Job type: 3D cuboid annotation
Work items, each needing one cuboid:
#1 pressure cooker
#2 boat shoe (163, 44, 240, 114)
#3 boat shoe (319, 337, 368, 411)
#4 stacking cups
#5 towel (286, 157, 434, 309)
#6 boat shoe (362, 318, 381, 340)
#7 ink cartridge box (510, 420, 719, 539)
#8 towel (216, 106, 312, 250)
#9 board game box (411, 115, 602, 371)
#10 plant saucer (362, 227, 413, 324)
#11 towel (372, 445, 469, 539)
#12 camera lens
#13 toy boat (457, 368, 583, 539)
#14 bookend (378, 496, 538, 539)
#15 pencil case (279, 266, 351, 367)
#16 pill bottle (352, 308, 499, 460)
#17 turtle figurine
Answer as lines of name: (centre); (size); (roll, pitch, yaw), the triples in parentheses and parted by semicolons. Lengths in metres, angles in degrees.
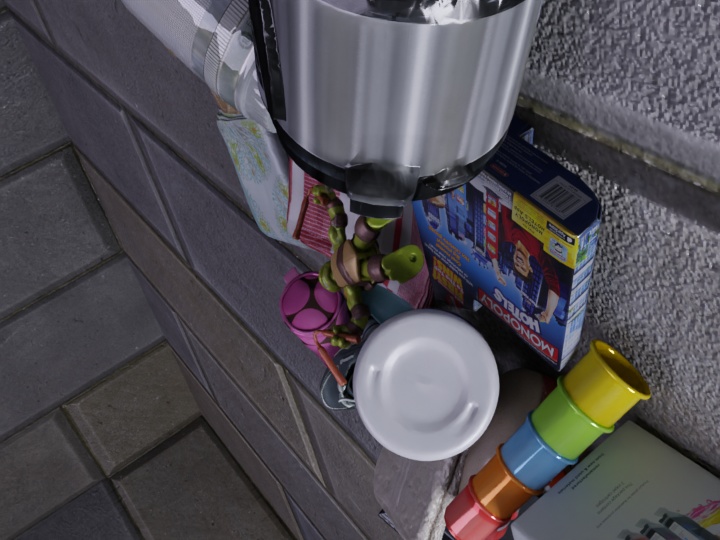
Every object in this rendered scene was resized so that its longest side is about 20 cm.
pressure cooker: (0.022, -0.142, 0.529); (0.179, 0.175, 0.201); (43, 152, 25)
boat shoe: (-0.183, -0.255, 0.886); (0.071, 0.064, 0.202); (6, 123, 63)
boat shoe: (-0.005, 0.123, 0.964); (0.073, 0.062, 0.200); (55, 140, 4)
stacking cups: (0.138, 0.144, 0.664); (0.060, 0.200, 0.061); (35, -159, -16)
towel: (0.000, -0.059, 0.826); (0.199, 0.023, 0.146); (30, 132, 29)
boat shoe: (0.062, 0.151, 1.014); (0.086, 0.074, 0.204); (19, 139, 60)
ink cartridge box: (0.241, 0.251, 0.634); (0.199, 0.144, 0.147); (35, 150, 47)
towel: (-0.115, -0.121, 1.081); (0.171, 0.048, 0.202); (22, 139, 60)
board game box: (0.111, -0.025, 0.668); (0.200, 0.061, 0.201); (44, 156, 35)
plant saucer: (0.022, -0.017, 0.925); (0.200, 0.036, 0.201); (47, 156, 28)
towel: (0.073, 0.196, 0.915); (0.133, 0.034, 0.202); (44, 120, 57)
camera lens: (-0.098, -0.235, 0.685); (0.200, 0.160, 0.160); (43, 158, 7)
toy boat: (0.169, 0.187, 0.790); (0.129, 0.131, 0.201); (18, 147, 13)
bookend: (0.133, 0.295, 0.965); (0.198, 0.092, 0.201); (38, 155, 13)
pencil case: (-0.038, 0.070, 1.062); (0.094, 0.091, 0.200); (41, 170, 27)
pill bottle: (0.063, 0.094, 0.748); (0.120, 0.119, 0.200); (56, -176, 6)
turtle figurine: (0.000, 0.000, 0.785); (0.161, 0.064, 0.203); (-30, 65, 59)
